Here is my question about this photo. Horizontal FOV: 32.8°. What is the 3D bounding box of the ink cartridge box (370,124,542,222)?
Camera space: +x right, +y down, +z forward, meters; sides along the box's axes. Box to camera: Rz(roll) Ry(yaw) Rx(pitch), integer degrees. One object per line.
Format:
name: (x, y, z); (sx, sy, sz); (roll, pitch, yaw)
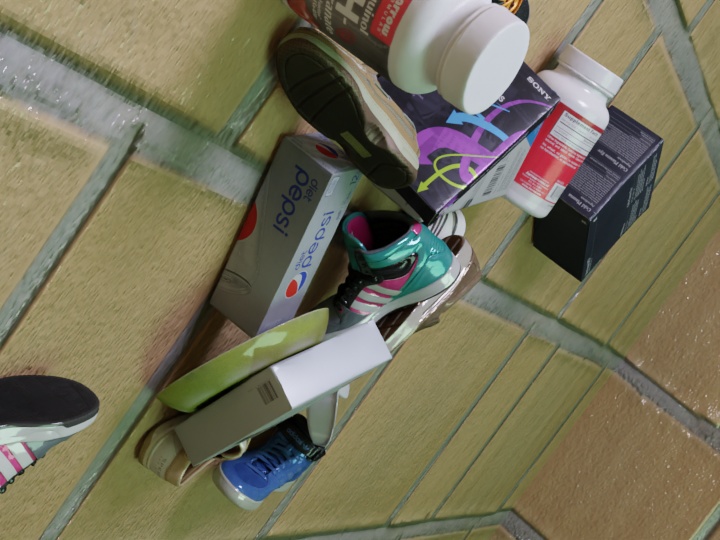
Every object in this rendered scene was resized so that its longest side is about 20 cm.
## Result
ink cartridge box: (0.119, -0.150, 1.387); (0.199, 0.084, 0.147); (-18, 141, -53)

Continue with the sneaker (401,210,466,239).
sneaker: (0.046, -0.003, 1.508); (0.115, 0.075, 0.202); (22, 97, -58)

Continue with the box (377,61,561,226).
box: (0.089, -0.161, 1.235); (0.200, 0.143, 0.036); (-42, 173, -24)

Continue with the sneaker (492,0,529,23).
sneaker: (0.122, -0.274, 1.176); (0.079, 0.077, 0.199); (-59, 147, 3)

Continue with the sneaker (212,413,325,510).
sneaker: (-0.106, 0.230, 1.528); (0.112, 0.077, 0.200); (-50, 163, 11)

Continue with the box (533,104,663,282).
box: (0.364, -0.117, 1.891); (0.182, 0.104, 0.201); (-46, 157, -18)

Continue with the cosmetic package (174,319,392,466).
cosmetic package: (-0.082, 0.128, 1.273); (0.150, 0.052, 0.199); (-26, 174, -44)

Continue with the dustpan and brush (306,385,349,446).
dustpan and brush: (-0.033, 0.131, 1.436); (0.200, 0.056, 0.142); (64, 33, -75)

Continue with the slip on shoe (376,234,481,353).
slip on shoe: (0.068, 0.046, 1.443); (0.200, 0.076, 0.061); (-49, 123, -20)

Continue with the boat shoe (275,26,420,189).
boat shoe: (-0.009, -0.160, 1.116); (0.200, 0.071, 0.077); (49, 45, -44)

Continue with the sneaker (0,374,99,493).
sneaker: (-0.312, 0.167, 1.020); (0.199, 0.083, 0.122); (-14, 132, -46)

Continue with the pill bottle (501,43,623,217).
pill bottle: (0.242, -0.178, 1.549); (0.201, 0.112, 0.112); (-57, 157, 12)

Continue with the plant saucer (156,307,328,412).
plant saucer: (-0.114, 0.098, 1.259); (0.198, 0.031, 0.200); (-28, 175, -3)

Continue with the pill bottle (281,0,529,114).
pill bottle: (0.034, -0.211, 0.975); (0.110, 0.199, 0.111); (-40, 154, -24)

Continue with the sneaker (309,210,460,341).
sneaker: (0.000, 0.000, 1.379); (0.198, 0.084, 0.121); (-28, 122, 14)

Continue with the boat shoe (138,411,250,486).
boat shoe: (-0.156, 0.183, 1.372); (0.199, 0.069, 0.074); (-30, 150, -42)

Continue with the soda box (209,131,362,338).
soda box: (-0.074, -0.033, 1.207); (0.063, 0.068, 0.201); (-19, 142, -56)
